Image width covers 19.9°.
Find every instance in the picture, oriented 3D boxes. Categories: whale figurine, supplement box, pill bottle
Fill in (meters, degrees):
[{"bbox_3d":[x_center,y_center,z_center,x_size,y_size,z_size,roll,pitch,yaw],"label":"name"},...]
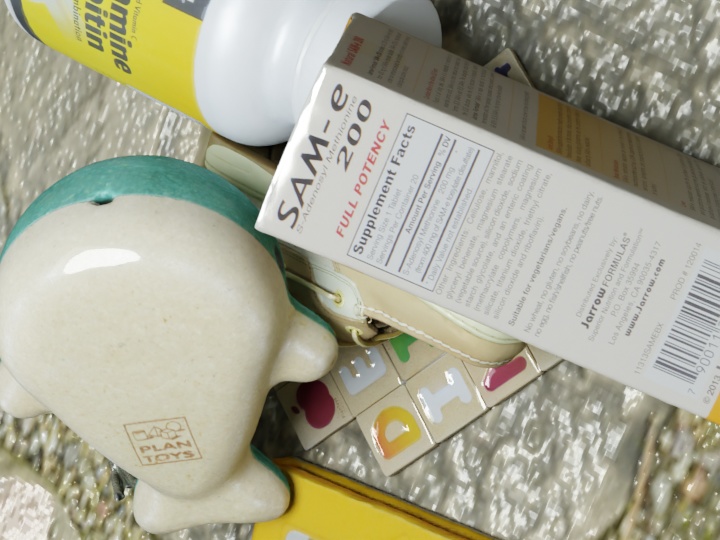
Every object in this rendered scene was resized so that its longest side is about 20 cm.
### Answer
[{"bbox_3d":[-0.087,0.033,0.926,0.158,0.200,0.104,-9,42,9],"label":"whale figurine"},{"bbox_3d":[0.068,-0.024,0.818,0.199,0.126,0.074,23,107,-1],"label":"supplement box"},{"bbox_3d":[-0.064,-0.125,0.955,0.200,0.112,0.112,27,106,29],"label":"pill bottle"}]

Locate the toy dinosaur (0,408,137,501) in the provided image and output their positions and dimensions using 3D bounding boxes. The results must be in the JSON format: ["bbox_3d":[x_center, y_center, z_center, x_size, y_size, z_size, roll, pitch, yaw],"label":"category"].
[{"bbox_3d":[-0.110,0.061,1.031,0.200,0.047,0.088,-35,80,41],"label":"toy dinosaur"}]

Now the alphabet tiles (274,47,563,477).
[{"bbox_3d":[0.021,-0.007,0.966,0.200,0.006,0.167,-37,73,29],"label":"alphabet tiles"}]

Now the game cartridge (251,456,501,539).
[{"bbox_3d":[0.009,0.210,0.967,0.176,0.032,0.201,18,100,31],"label":"game cartridge"}]

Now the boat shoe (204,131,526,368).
[{"bbox_3d":[0.000,0.000,0.938,0.200,0.074,0.067,34,115,39],"label":"boat shoe"}]
